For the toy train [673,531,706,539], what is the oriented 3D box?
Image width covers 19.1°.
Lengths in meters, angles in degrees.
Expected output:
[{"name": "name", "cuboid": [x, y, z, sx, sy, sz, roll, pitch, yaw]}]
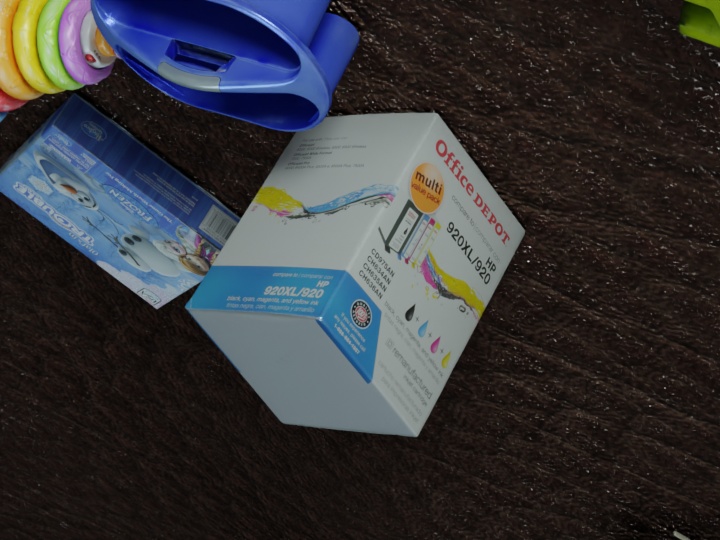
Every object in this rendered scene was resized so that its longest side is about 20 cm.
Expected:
[{"name": "toy train", "cuboid": [0.375, 0.281, 1.864, 0.200, 0.085, 0.116, 43, 142, -22]}]

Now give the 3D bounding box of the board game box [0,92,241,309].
[{"name": "board game box", "cuboid": [-0.220, -0.058, 1.941, 0.200, 0.043, 0.199, 37, 155, -12]}]

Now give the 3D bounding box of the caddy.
[{"name": "caddy", "cuboid": [-0.099, -0.170, 1.535, 0.199, 0.105, 0.142, 17, 150, 27]}]

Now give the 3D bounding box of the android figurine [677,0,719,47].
[{"name": "android figurine", "cuboid": [0.267, -0.131, 1.236, 0.200, 0.041, 0.182, 26, 172, 27]}]

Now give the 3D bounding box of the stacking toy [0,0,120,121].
[{"name": "stacking toy", "cuboid": [-0.230, -0.182, 1.690, 0.199, 0.110, 0.116, 2, 140, 28]}]

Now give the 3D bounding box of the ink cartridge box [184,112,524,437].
[{"name": "ink cartridge box", "cuboid": [0.000, 0.000, 1.625, 0.144, 0.200, 0.147, 2, 141, 43]}]
